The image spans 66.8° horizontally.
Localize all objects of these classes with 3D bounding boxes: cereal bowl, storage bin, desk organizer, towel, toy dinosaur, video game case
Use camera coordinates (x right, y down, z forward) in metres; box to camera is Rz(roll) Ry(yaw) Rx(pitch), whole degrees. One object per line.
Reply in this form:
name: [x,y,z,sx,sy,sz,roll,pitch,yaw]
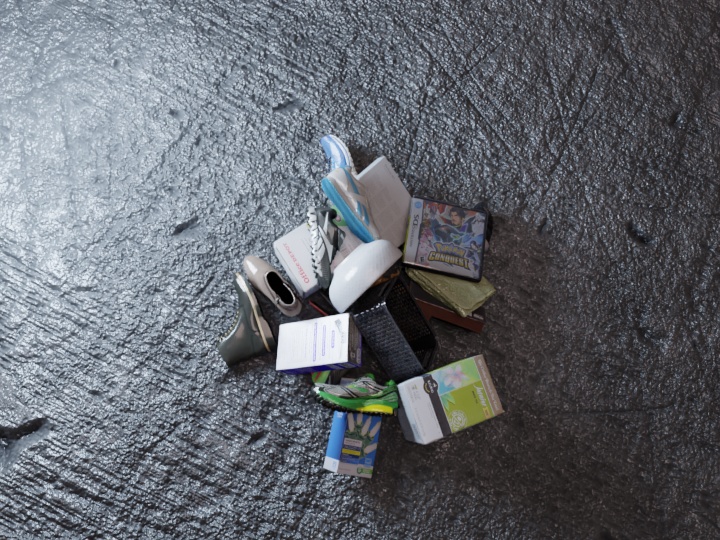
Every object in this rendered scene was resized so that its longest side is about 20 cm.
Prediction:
cereal bowl: [0.000,0.000,1.236,0.200,0.200,0.084,-43,90,-14]
storage bin: [0.083,0.133,1.248,0.093,0.136,0.202,-23,107,30]
desk organizer: [0.200,0.107,1.332,0.196,0.078,0.072,20,30,-2]
towel: [0.221,0.022,1.337,0.199,0.037,0.147,38,47,24]
toy dinosaur: [0.037,0.029,1.353,0.195,0.060,0.109,-1,78,-7]
video game case: [0.208,-0.079,1.333,0.196,0.026,0.184,12,71,-3]

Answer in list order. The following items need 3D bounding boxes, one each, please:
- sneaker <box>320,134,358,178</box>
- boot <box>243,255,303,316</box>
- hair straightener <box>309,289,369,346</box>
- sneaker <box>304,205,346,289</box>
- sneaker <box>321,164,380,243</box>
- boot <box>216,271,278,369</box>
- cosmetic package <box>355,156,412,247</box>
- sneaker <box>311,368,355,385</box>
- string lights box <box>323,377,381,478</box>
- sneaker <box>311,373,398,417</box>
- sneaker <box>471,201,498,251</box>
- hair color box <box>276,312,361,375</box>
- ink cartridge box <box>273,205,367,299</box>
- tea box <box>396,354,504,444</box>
sneaker: [-0.059,-0.255,1.401,0.088,0.079,0.203,-23,80,-14]
boot: [-0.208,0.025,1.279,0.200,0.146,0.070,44,77,5]
hair straightener: [-0.027,0.110,1.325,0.199,0.041,0.077,39,94,3]
sneaker: [-0.075,-0.059,1.268,0.088,0.067,0.204,-7,74,-6]
sneaker: [-0.005,-0.150,1.277,0.081,0.076,0.202,-41,108,-25]
boot: [-0.295,0.118,1.287,0.136,0.078,0.203,-24,79,-7]
cosmetic package: [0.054,-0.157,1.369,0.150,0.052,0.201,-40,107,-13]
sneaker: [-0.038,0.192,1.294,0.083,0.077,0.201,35,92,-36]
string lights box: [-0.011,0.358,1.248,0.101,0.059,0.204,21,73,-33]
sneaker: [-0.012,0.267,1.188,0.196,0.078,0.087,10,69,-15]
sneaker: [0.262,-0.138,1.417,0.198,0.076,0.115,34,68,2]
hair color box: [-0.094,0.170,1.242,0.197,0.065,0.112,-12,64,30]
ink cartridge box: [-0.096,-0.048,1.341,0.198,0.088,0.147,-32,82,-15]
tea box: [0.185,0.290,1.234,0.193,0.200,0.136,-19,79,-10]
